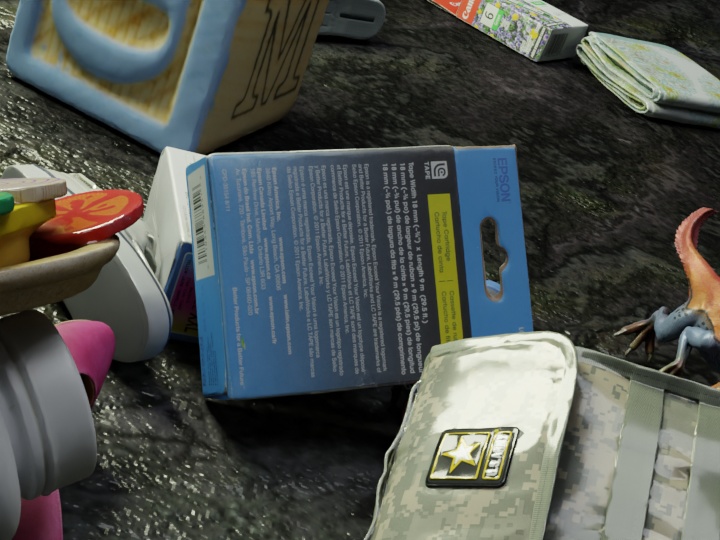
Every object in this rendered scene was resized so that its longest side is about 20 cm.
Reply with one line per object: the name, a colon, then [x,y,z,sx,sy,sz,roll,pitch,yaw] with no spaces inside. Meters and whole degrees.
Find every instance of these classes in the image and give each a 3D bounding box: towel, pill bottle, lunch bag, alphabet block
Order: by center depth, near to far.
pill bottle: [-0.213,0.081,0.575,0.199,0.110,0.109,-19,43,-28]
lunch bag: [0.104,0.129,0.734,0.199,0.118,0.164,17,52,3]
alphabet block: [-0.151,-0.233,1.211,0.195,0.197,0.200,29,26,13]
towel: [0.391,-0.240,1.839,0.199,0.048,0.171,3,34,-35]

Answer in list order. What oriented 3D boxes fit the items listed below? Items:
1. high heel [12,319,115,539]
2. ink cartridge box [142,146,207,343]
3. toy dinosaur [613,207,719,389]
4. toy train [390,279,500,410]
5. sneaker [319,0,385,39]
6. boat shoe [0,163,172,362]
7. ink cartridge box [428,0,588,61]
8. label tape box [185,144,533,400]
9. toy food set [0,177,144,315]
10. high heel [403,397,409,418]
high heel: [-0.146,0.092,0.705,0.096,0.068,0.200,17,29,13]
ink cartridge box: [-0.043,-0.002,0.976,0.199,0.077,0.137,11,29,-19]
toy dinosaur: [0.251,0.046,1.046,0.105,0.201,0.181,0,-3,-11]
toy train: [0.069,0.047,1.003,0.034,0.046,0.200,27,25,12]
sneaker: [-0.063,-0.293,1.565,0.200,0.073,0.071,8,18,-47]
boat shoe: [-0.163,-0.009,0.911,0.066,0.072,0.200,-6,28,-38]
ink cartridge box: [0.185,-0.340,1.864,0.200,0.050,0.109,35,28,24]
label tape box: [0.000,0.000,0.880,0.199,0.145,0.063,-3,-4,-21]
toy food set: [-0.194,-0.011,0.597,0.197,0.049,0.200,-2,8,8]
high heel: [0.124,0.115,0.876,0.199,0.068,0.096,0,38,-16]
